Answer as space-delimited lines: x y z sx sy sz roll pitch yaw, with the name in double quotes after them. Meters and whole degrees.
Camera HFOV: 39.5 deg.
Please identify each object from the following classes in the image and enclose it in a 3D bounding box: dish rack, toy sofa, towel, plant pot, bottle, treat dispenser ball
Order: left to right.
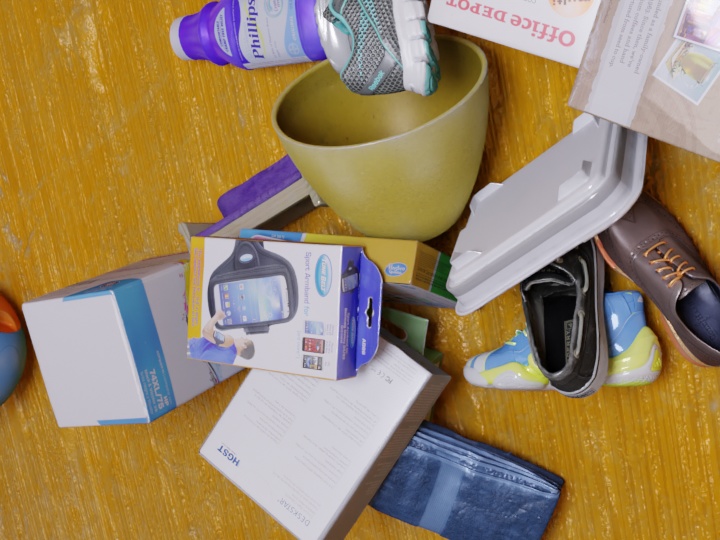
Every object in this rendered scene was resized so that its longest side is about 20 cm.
-0.550 0.108 1.338 0.200 0.201 0.202 10 109 30 "treat dispenser ball"
-0.109 -0.251 1.037 0.199 0.065 0.084 1 106 32 "bottle"
-0.100 -0.074 1.062 0.199 0.083 0.098 -28 77 35 "toy sofa"
0.034 -0.109 0.933 0.199 0.200 0.143 6 132 31 "plant pot"
0.096 0.222 1.012 0.199 0.049 0.112 20 112 3 "towel"
0.152 -0.060 0.863 0.044 0.172 0.200 43 126 -14 "dish rack"

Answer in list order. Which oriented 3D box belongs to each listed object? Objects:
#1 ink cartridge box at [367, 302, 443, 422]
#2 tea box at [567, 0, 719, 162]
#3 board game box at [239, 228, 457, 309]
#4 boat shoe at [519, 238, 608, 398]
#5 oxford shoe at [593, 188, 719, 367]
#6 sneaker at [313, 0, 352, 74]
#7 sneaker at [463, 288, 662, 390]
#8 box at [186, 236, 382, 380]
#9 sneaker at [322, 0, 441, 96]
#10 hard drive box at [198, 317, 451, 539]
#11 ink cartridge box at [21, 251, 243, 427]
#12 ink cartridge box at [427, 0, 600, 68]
0.024 0.122 1.063 0.103 0.059 0.201 17 113 25 "ink cartridge box"
0.271 -0.202 0.732 0.133 0.196 0.201 25 115 24 "tea box"
0.000 0.000 0.988 0.199 0.153 0.041 5 82 31 "board game box"
0.174 0.009 0.879 0.070 0.064 0.201 -22 55 30 "boat shoe"
0.264 -0.006 0.855 0.071 0.073 0.200 -38 88 -1 "oxford shoe"
0.020 -0.274 0.914 0.099 0.078 0.201 10 83 20 "sneaker"
0.187 0.060 0.949 0.199 0.076 0.106 -7 80 35 "sneaker"
-0.073 0.032 0.920 0.199 0.041 0.120 4 93 34 "box"
0.009 -0.240 0.850 0.091 0.078 0.201 -10 78 13 "sneaker"
-0.035 0.139 0.969 0.156 0.077 0.201 36 95 21 "hard drive box"
-0.240 0.070 1.131 0.146 0.200 0.147 -8 101 34 "ink cartridge box"
0.166 -0.282 0.807 0.147 0.144 0.201 24 116 24 "ink cartridge box"
